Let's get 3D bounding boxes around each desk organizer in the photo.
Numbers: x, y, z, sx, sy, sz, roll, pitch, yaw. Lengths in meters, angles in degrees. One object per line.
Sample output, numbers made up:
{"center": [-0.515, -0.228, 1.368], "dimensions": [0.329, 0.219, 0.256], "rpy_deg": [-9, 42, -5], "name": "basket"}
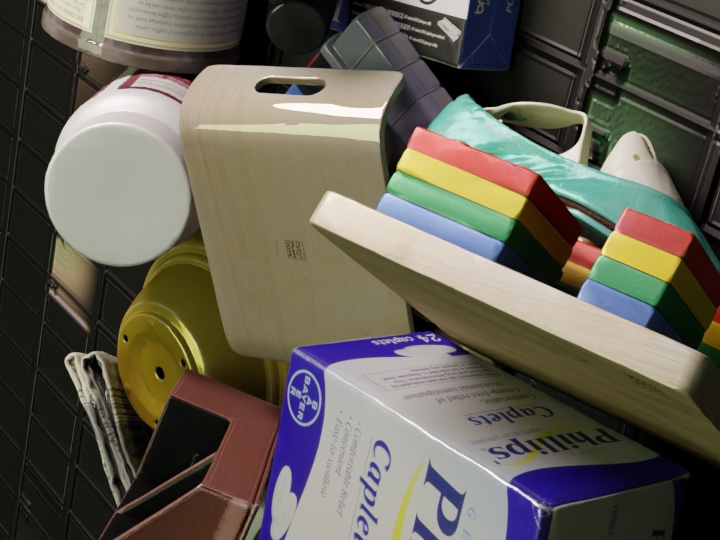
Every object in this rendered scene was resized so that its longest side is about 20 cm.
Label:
{"center": [-0.100, 0.128, 0.911], "dimensions": [0.200, 0.077, 0.072], "rpy_deg": [-78, 11, -79], "name": "desk organizer"}

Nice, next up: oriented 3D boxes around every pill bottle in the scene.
{"center": [-0.147, -0.078, 1.025], "dimensions": [0.200, 0.114, 0.115], "rpy_deg": [-79, -1, -71], "name": "pill bottle"}

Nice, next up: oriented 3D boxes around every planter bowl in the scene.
{"center": [-0.118, 0.065, 1.075], "dimensions": [0.200, 0.083, 0.201], "rpy_deg": [17, 115, 40], "name": "planter bowl"}

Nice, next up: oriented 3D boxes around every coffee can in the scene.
{"center": [-0.138, -0.258, 1.043], "dimensions": [0.146, 0.146, 0.201], "rpy_deg": [38, 122, 44], "name": "coffee can"}

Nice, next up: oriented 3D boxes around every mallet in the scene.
{"center": [0.008, -0.204, 0.861], "dimensions": [0.200, 0.041, 0.066], "rpy_deg": [-41, 24, 40], "name": "mallet"}

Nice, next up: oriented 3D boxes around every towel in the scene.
{"center": [-0.174, 0.156, 1.134], "dimensions": [0.200, 0.034, 0.193], "rpy_deg": [96, 156, -83], "name": "towel"}

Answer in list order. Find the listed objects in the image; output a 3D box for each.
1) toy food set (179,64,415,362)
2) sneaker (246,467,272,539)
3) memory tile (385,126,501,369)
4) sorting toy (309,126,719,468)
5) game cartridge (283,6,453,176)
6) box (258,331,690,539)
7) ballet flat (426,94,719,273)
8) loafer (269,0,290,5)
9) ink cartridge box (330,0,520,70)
{"center": [-0.023, -0.026, 0.900], "dimensions": [0.143, 0.060, 0.201], "rpy_deg": [7, 122, 31], "name": "toy food set"}
{"center": [-0.021, 0.168, 1.002], "dimensions": [0.088, 0.076, 0.200], "rpy_deg": [39, 137, 19], "name": "sneaker"}
{"center": [0.000, 0.000, 0.940], "dimensions": [0.153, 0.017, 0.200], "rpy_deg": [-20, 100, 51], "name": "memory tile"}
{"center": [0.108, 0.016, 0.711], "dimensions": [0.200, 0.199, 0.070], "rpy_deg": [25, 83, 32], "name": "sorting toy"}
{"center": [-0.007, -0.064, 0.943], "dimensions": [0.130, 0.038, 0.200], "rpy_deg": [50, 141, 3], "name": "game cartridge"}
{"center": [0.044, 0.153, 0.763], "dimensions": [0.200, 0.105, 0.185], "rpy_deg": [27, 112, 46], "name": "box"}
{"center": [0.118, -0.049, 0.791], "dimensions": [0.200, 0.067, 0.071], "rpy_deg": [26, 85, 30], "name": "ballet flat"}
{"center": [-0.061, -0.216, 0.885], "dimensions": [0.073, 0.071, 0.200], "rpy_deg": [-50, 19, 7], "name": "loafer"}
{"center": [0.020, -0.191, 0.927], "dimensions": [0.200, 0.044, 0.094], "rpy_deg": [26, 113, 48], "name": "ink cartridge box"}
